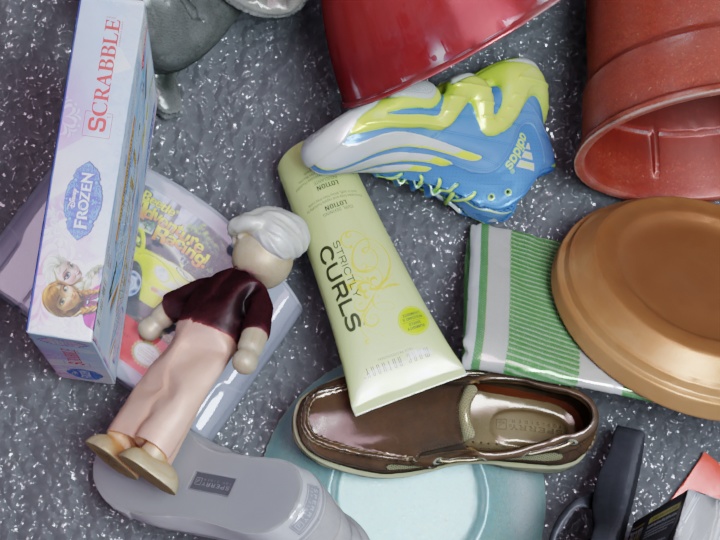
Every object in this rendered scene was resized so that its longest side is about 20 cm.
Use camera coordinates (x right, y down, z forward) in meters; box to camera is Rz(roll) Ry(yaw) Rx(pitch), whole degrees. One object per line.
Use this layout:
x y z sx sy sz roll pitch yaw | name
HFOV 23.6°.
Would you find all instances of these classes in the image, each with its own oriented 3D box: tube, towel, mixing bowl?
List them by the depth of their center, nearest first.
0.048 -0.202 1.124 0.199 0.200 0.109 -33 101 -10 | mixing bowl
0.000 0.000 1.141 0.058 0.052 0.201 -41 54 29 | tube
0.166 0.036 1.158 0.198 0.024 0.153 12 36 -3 | towel

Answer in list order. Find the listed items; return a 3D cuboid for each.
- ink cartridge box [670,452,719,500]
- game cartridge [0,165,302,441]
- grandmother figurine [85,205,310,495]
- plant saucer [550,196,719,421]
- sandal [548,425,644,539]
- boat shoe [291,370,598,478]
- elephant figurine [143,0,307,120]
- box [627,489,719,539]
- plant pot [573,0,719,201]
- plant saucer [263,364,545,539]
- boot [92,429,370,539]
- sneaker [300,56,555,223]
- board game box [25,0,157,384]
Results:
0.220 0.231 1.157 0.109 0.050 0.200 38 80 3 | ink cartridge box
-0.146 0.007 1.175 0.199 0.041 0.134 34 75 2 | game cartridge
-0.098 0.042 1.110 0.121 0.061 0.201 18 66 37 | grandmother figurine
0.226 0.015 1.147 0.198 0.038 0.201 9 42 -8 | plant saucer
0.146 0.175 1.112 0.042 0.200 0.077 11 120 13 | sandal
0.058 0.092 1.116 0.200 0.075 0.075 -1 72 -11 | boat shoe
-0.086 -0.228 1.164 0.199 0.155 0.142 -24 68 0 | elephant figurine
0.174 0.222 1.029 0.049 0.200 0.163 17 76 4 | box
0.235 -0.172 1.169 0.199 0.201 0.197 -2 72 -5 | plant pot
0.030 0.153 1.161 0.199 0.039 0.203 1 80 -4 | plant saucer
-0.084 0.156 1.118 0.096 0.199 0.074 48 65 -41 | boot
0.059 -0.076 1.166 0.199 0.076 0.106 -21 88 -28 | sneaker
-0.162 -0.042 1.064 0.041 0.200 0.202 8 78 -3 | board game box
